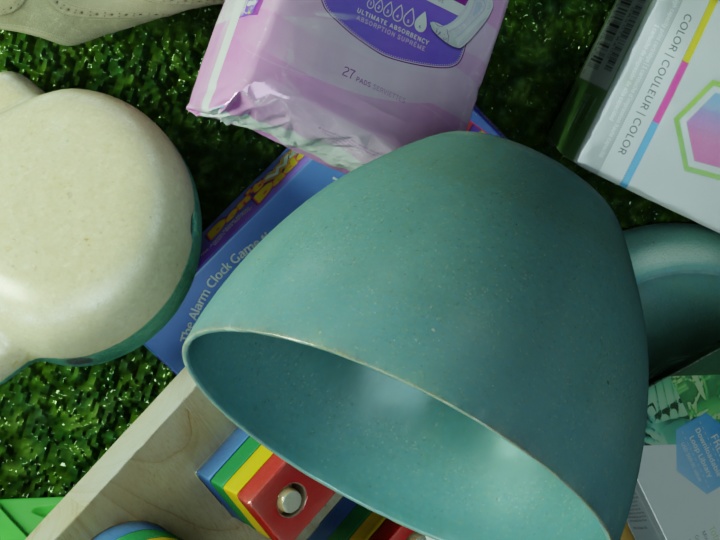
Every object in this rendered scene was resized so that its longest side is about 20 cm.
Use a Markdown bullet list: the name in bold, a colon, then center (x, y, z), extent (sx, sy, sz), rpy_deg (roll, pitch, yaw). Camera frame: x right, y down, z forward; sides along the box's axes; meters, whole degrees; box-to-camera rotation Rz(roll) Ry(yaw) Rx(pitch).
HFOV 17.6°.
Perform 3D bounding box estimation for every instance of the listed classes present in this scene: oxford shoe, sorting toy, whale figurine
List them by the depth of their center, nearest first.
- **oxford shoe**: center (-0.115, -0.146, 1.107), extent (0.198, 0.071, 0.075), rpy_deg (2, 139, -15)
- **sorting toy**: center (-0.047, 0.156, 1.107), extent (0.199, 0.069, 0.200), rpy_deg (-47, 126, -17)
- **whale figurine**: center (-0.172, -0.015, 1.117), extent (0.198, 0.104, 0.160), rpy_deg (-3, 71, 12)

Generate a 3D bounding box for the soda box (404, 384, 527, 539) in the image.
- **soda box**: center (0.064, 0.100, 1.103), extent (0.068, 0.064, 0.201), rpy_deg (-24, 84, 21)

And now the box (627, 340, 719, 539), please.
- **box**: center (0.220, 0.092, 1.135), extent (0.199, 0.036, 0.145), rpy_deg (-27, 92, -23)

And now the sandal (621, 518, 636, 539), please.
- **sandal**: center (0.124, 0.094, 1.145), extent (0.080, 0.054, 0.201), rpy_deg (-15, 95, -13)

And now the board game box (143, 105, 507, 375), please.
- **board game box**: center (0.000, 0.000, 1.167), extent (0.200, 0.045, 0.134), rpy_deg (-44, 108, 6)

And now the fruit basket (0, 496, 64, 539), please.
- **fruit basket**: center (-0.184, 0.221, 1.165), extent (0.214, 0.155, 0.217), rpy_deg (-7, 106, -25)

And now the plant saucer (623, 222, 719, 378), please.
- **plant saucer**: center (0.166, 0.076, 1.197), extent (0.199, 0.027, 0.202), rpy_deg (-1, 92, -14)

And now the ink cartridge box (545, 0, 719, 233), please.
- **ink cartridge box**: center (0.205, -0.065, 1.168), extent (0.199, 0.059, 0.104), rpy_deg (25, 98, -15)

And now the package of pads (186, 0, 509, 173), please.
- **package of pads**: center (0.010, -0.141, 1.068), extent (0.120, 0.076, 0.201), rpy_deg (24, 79, -25)

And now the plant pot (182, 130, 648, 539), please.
- **plant pot**: center (0.043, 0.022, 0.989), extent (0.200, 0.200, 0.135), rpy_deg (34, 70, -16)
